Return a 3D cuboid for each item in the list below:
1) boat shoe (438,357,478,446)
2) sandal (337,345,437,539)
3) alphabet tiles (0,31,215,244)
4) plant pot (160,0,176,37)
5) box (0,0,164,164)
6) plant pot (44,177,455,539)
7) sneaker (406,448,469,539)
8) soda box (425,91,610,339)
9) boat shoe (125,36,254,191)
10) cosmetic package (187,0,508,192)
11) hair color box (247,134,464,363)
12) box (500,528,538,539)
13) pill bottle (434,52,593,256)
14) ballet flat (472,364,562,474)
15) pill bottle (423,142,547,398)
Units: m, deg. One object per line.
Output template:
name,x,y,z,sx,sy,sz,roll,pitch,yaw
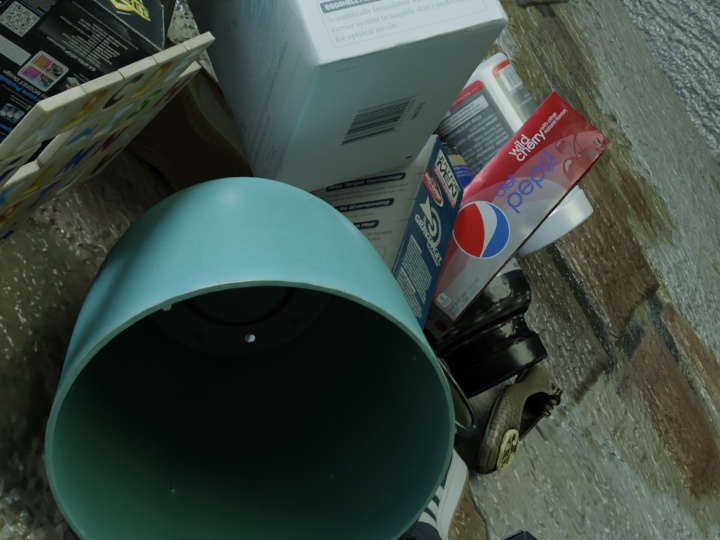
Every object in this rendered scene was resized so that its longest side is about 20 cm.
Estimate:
boat shoe,0.019,0.052,0.873,0.201,0.060,0.076,54,32,-5
sandal,0.010,0.138,0.675,0.042,0.076,0.203,12,93,-34
alphabet tiles,-0.154,-0.053,0.571,0.008,0.167,0.200,48,27,-4
plant pot,-0.193,-0.273,0.653,0.198,0.177,0.202,1,58,-33
box,-0.218,-0.125,0.545,0.199,0.158,0.046,33,33,-39
plant pot,-0.063,0.045,0.610,0.200,0.200,0.162,41,18,-30
sneaker,0.014,0.149,0.755,0.109,0.070,0.200,55,22,-12
soda box,0.107,-0.043,0.890,0.063,0.200,0.070,41,-16,7
boat shoe,-0.130,-0.113,0.790,0.201,0.073,0.069,52,19,-22
cosmetic package,-0.028,-0.180,0.709,0.122,0.200,0.202,-16,76,-18
hair color box,0.000,0.000,0.789,0.061,0.099,0.201,57,39,-38
box,0.133,0.308,0.789,0.141,0.079,0.201,39,33,-29
pill bottle,0.162,-0.124,1.241,0.201,0.113,0.114,57,27,-3
ballet flat,0.142,0.130,0.995,0.046,0.068,0.200,25,18,14
pill bottle,0.078,0.003,0.969,0.111,0.111,0.202,-7,69,-61
